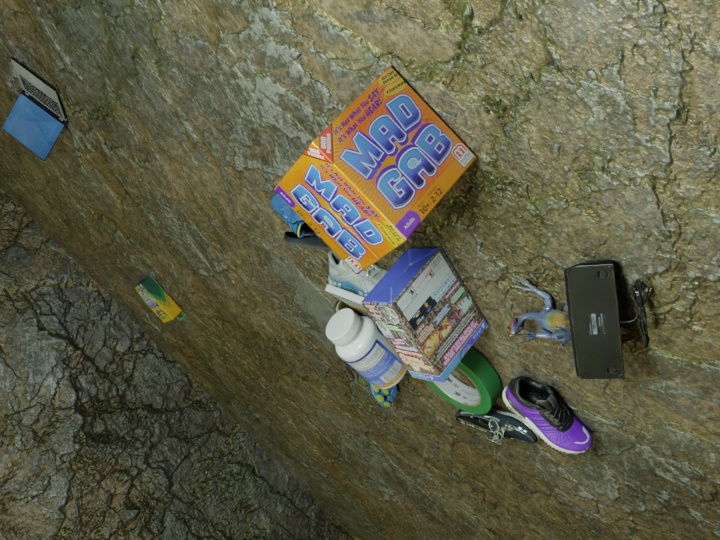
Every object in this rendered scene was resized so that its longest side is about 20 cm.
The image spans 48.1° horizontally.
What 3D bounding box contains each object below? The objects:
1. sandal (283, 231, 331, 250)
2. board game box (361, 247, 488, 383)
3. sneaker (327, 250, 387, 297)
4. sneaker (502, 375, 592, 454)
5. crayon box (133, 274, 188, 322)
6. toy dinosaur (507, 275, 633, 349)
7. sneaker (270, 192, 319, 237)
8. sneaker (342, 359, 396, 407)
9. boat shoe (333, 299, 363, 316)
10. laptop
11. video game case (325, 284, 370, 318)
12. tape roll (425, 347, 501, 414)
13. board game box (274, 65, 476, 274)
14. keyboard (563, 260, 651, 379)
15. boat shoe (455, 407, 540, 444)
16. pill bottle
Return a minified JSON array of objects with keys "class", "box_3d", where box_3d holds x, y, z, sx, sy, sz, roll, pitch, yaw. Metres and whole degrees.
[{"class":"sandal","box_3d":[-0.087,-0.071,1.729,0.199,0.076,0.043,10,97,46]},{"class":"board game box","box_3d":[0.125,0.083,1.539,0.096,0.160,0.201,2,132,54]},{"class":"sneaker","box_3d":[0.000,0.000,1.696,0.198,0.075,0.088,11,125,39]},{"class":"sneaker","box_3d":[0.371,0.278,1.583,0.199,0.070,0.100,35,150,16]},{"class":"crayon box","box_3d":[-0.709,0.115,2.859,0.200,0.052,0.125,49,153,-12]},{"class":"toy dinosaur","box_3d":[0.328,0.101,1.375,0.198,0.106,0.182,30,174,-1]},{"class":"sneaker","box_3d":[-0.135,-0.116,1.702,0.199,0.079,0.066,21,148,40]},{"class":"sneaker","box_3d":[0.021,0.262,2.060,0.200,0.071,0.083,49,167,-8]},{"class":"boat shoe","box_3d":[-0.016,0.147,1.925,0.066,0.072,0.202,3,138,45]},{"class":"laptop","box_3d":[-0.936,-0.453,2.275,0.186,0.116,0.201,35,152,15]},{"class":"video game case","box_3d":[0.030,0.089,1.747,0.142,0.018,0.200,19,169,40]},{"class":"tape roll","box_3d":[0.211,0.225,1.751,0.199,0.048,0.201,33,152,20]},{"class":"board game box","box_3d":[0.020,-0.154,1.292,0.200,0.200,0.200,45,153,-6]},{"class":"keyboard","box_3d":[0.387,0.078,1.246,0.125,0.021,0.202,-3,113,23]},{"class":"boat shoe","box_3d":[0.300,0.342,1.782,0.199,0.062,0.075,23,145,34]},{"class":"pill bottle","box_3d":[0.013,0.174,1.835,0.111,0.113,0.200,5,148,51]}]
